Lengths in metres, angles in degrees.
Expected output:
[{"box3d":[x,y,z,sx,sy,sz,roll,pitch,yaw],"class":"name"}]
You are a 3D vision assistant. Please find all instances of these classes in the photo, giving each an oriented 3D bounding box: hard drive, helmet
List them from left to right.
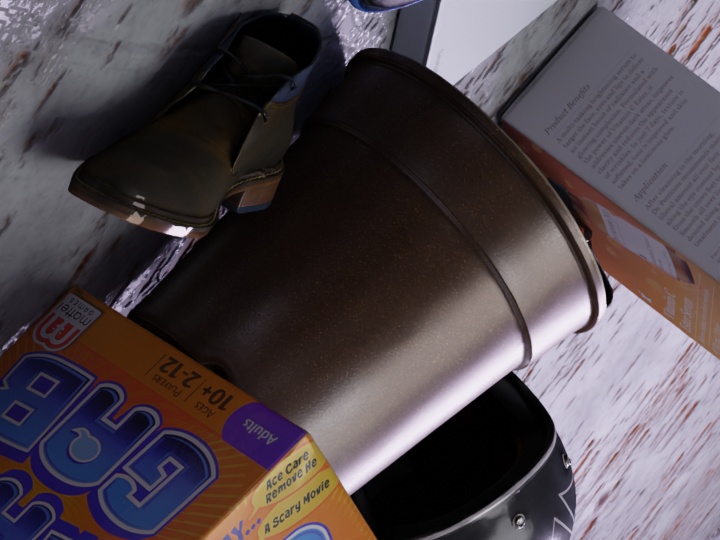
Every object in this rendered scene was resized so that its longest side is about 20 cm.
[{"box3d":[0.049,0.148,1.820,0.200,0.191,0.200,-38,168,-9],"class":"helmet"},{"box3d":[0.096,-0.186,1.579,0.200,0.027,0.132,-40,159,-29],"class":"hard drive"}]

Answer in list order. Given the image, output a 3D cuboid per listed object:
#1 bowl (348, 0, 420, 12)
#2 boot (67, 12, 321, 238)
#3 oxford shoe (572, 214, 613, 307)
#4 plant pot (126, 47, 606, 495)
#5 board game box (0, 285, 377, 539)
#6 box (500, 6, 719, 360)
[{"box3d":[0.064,-0.199,1.363,0.200,0.039,0.201,-33,171,-6],"class":"bowl"},{"box3d":[-0.078,-0.076,1.326,0.097,0.075,0.200,-66,169,15],"class":"boot"},{"box3d":[0.115,-0.034,1.790,0.200,0.072,0.071,52,54,-55],"class":"oxford shoe"},{"box3d":[-0.008,0.018,1.471,0.198,0.200,0.200,-41,160,-15],"class":"plant pot"},{"box3d":[-0.116,0.171,1.386,0.200,0.200,0.200,-45,134,-16],"class":"board game box"},{"box3d":[0.205,-0.054,1.817,0.106,0.200,0.152,-48,162,-11],"class":"box"}]
